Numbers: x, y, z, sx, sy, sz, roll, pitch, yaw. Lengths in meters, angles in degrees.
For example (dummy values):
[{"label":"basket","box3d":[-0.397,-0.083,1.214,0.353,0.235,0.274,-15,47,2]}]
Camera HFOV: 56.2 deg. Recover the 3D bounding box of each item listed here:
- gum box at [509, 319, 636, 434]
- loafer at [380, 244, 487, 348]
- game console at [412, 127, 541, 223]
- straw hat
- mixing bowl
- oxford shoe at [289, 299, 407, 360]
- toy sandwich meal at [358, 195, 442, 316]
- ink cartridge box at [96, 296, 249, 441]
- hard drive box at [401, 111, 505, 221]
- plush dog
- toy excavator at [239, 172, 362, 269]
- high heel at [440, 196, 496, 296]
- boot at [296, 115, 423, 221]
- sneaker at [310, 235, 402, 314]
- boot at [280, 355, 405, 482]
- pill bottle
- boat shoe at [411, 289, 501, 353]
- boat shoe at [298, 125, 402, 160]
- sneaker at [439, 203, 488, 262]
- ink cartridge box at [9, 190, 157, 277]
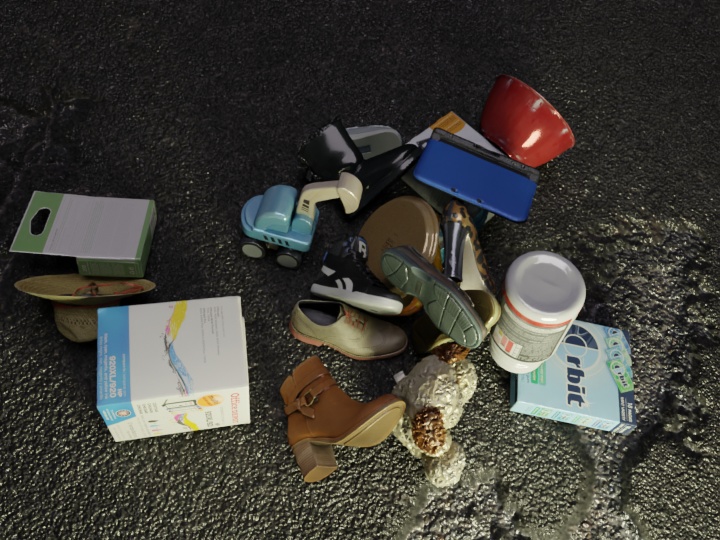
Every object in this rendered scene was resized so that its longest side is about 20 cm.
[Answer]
[{"label":"gum box","box3d":[0.350,0.165,1.120,0.196,0.045,0.172,11,57,-2]},{"label":"loafer","box3d":[0.116,0.027,0.986,0.062,0.072,0.200,-28,60,-37]},{"label":"game console","box3d":[0.192,-0.147,1.150,0.197,0.171,0.120,24,82,6]},{"label":"straw hat","box3d":[-0.414,0.062,1.020,0.197,0.201,0.087,2,99,-9]},{"label":"mixing bowl","box3d":[0.306,-0.270,1.317,0.200,0.200,0.109,44,94,17]},{"label":"oxford shoe","box3d":[-0.017,0.093,1.081,0.196,0.075,0.071,9,57,-4]},{"label":"toy sandwich meal","box3d":[0.068,-0.023,1.120,0.070,0.204,0.208,25,46,-41]},{"label":"ink cartridge box","box3d":[-0.261,0.141,0.966,0.196,0.148,0.147,-5,59,-12]},{"label":"hard drive box","box3d":[0.190,-0.187,1.292,0.200,0.077,0.155,43,62,16]},{"label":"plush dog","box3d":[0.097,0.189,0.984,0.158,0.173,0.202,16,58,1]},{"label":"toy excavator","box3d":[-0.103,-0.096,1.109,0.191,0.201,0.101,15,57,0]},{"label":"high heel","box3d":[0.187,-0.029,1.124,0.070,0.200,0.145,-5,70,27]},{"label":"boot","box3d":[-0.005,-0.207,1.222,0.198,0.073,0.163,-40,87,5]},{"label":"sneaker","box3d":[0.000,0.000,1.070,0.073,0.198,0.114,26,79,-41]},{"label":"boot","box3d":[-0.037,0.187,0.968,0.199,0.073,0.156,-37,53,19]},{"label":"pill bottle","box3d":[0.257,0.071,1.019,0.114,0.201,0.118,1,57,-1]},{"label":"boat shoe","box3d":[0.155,0.081,1.044,0.062,0.200,0.074,1,66,-31]},{"label":"boat shoe","box3d":[-0.018,-0.237,1.293,0.197,0.071,0.072,-7,23,4]},{"label":"sneaker","box3d":[0.137,-0.066,1.174,0.199,0.077,0.081,-38,65,0]},{"label":"ink cartridge box","box3d":[-0.446,-0.060,1.104,0.196,0.048,0.147,2,47,-7]}]
